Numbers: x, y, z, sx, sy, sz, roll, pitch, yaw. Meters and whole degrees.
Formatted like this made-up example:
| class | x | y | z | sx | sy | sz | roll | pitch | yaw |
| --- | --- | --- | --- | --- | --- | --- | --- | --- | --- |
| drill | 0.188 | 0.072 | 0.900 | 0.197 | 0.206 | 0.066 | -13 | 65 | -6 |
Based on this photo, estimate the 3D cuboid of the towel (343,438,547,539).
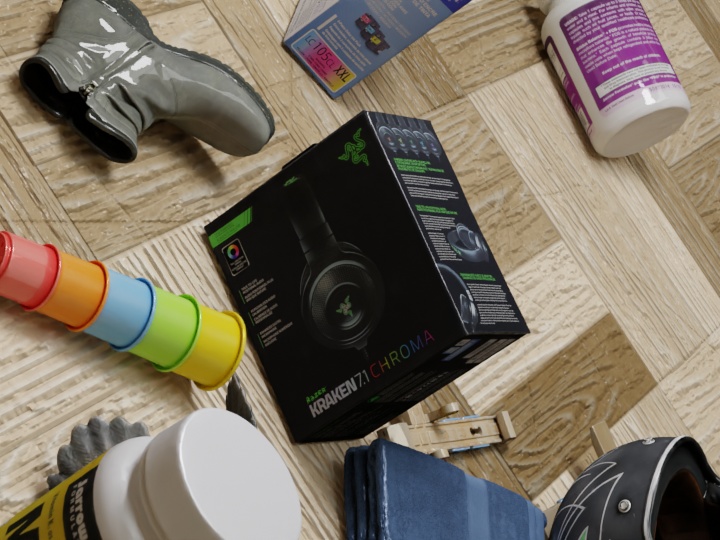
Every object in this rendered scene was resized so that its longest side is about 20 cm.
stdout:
| class | x | y | z | sx | sy | sz | roll | pitch | yaw |
| --- | --- | --- | --- | --- | --- | --- | --- | --- | --- |
| towel | 0.066 | 0.203 | 1.646 | 0.200 | 0.048 | 0.112 | 28 | 49 | -41 |

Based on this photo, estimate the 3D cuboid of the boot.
| class | x | y | z | sx | sy | sz | roll | pitch | yaw |
| --- | --- | --- | --- | --- | --- | --- | --- | --- | --- |
| boot | -0.162 | -0.119 | 1.639 | 0.200 | 0.068 | 0.131 | 35 | 39 | -18 |

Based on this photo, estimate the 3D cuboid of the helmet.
| class | x | y | z | sx | sy | sz | roll | pitch | yaw |
| --- | --- | --- | --- | --- | --- | --- | --- | --- | --- |
| helmet | 0.237 | 0.235 | 1.717 | 0.190 | 0.200 | 0.200 | 33 | 26 | 15 |

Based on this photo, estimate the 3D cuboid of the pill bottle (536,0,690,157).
| class | x | y | z | sx | sy | sz | roll | pitch | yaw |
| --- | --- | --- | --- | --- | --- | --- | --- | --- | --- |
| pill bottle | 0.256 | -0.228 | 2.288 | 0.112 | 0.112 | 0.201 | 4 | 58 | -54 |

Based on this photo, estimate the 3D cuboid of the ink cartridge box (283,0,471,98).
| class | x | y | z | sx | sy | sz | roll | pitch | yaw |
| --- | --- | --- | --- | --- | --- | --- | --- | --- | --- |
| ink cartridge box | 0.037 | -0.257 | 1.913 | 0.076 | 0.200 | 0.137 | 44 | 32 | -19 |

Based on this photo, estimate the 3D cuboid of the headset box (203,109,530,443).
| class | x | y | z | sx | sy | sz | roll | pitch | yaw |
| --- | --- | --- | --- | --- | --- | --- | --- | --- | --- |
| headset box | 0.000 | 0.000 | 1.629 | 0.093 | 0.174 | 0.201 | 3 | 59 | -56 |

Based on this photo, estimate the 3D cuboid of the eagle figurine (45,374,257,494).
| class | x | y | z | sx | sy | sz | roll | pitch | yaw |
| --- | --- | --- | --- | --- | --- | --- | --- | --- | --- |
| eagle figurine | -0.096 | 0.181 | 1.352 | 0.200 | 0.151 | 0.151 | 61 | -11 | -23 |

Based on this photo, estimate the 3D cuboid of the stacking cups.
| class | x | y | z | sx | sy | sz | roll | pitch | yaw |
| --- | --- | --- | --- | --- | --- | --- | --- | --- | --- |
| stacking cups | -0.173 | 0.027 | 1.485 | 0.200 | 0.060 | 0.061 | 22 | 43 | -36 |

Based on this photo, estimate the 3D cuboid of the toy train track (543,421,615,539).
| class | x | y | z | sx | sy | sz | roll | pitch | yaw |
| --- | --- | --- | --- | --- | --- | --- | --- | --- | --- |
| toy train track | 0.193 | 0.197 | 1.854 | 0.200 | 0.032 | 0.115 | -16 | 81 | -55 |

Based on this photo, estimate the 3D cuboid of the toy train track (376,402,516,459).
| class | x | y | z | sx | sy | sz | roll | pitch | yaw |
| --- | --- | --- | --- | --- | --- | --- | --- | --- | --- |
| toy train track | 0.079 | 0.128 | 1.747 | 0.200 | 0.032 | 0.115 | 0 | 68 | -59 |

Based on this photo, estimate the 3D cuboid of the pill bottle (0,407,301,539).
| class | x | y | z | sx | sy | sz | roll | pitch | yaw |
| --- | --- | --- | --- | --- | --- | --- | --- | --- | --- |
| pill bottle | -0.135 | 0.165 | 1.245 | 0.114 | 0.200 | 0.115 | 36 | 34 | -30 |
